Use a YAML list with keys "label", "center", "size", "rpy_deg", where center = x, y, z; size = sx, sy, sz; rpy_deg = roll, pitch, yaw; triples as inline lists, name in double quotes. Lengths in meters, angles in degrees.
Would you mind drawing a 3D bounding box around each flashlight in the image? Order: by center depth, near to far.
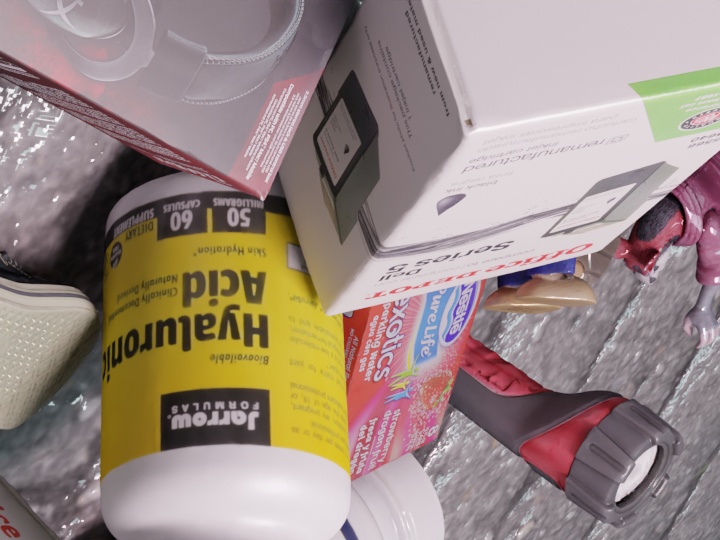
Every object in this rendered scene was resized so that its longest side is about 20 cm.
- label: "flashlight"
  center: [0.084, 0.061, 0.965]
  size: [0.068, 0.200, 0.068]
  rpy_deg: [-19, 136, -41]

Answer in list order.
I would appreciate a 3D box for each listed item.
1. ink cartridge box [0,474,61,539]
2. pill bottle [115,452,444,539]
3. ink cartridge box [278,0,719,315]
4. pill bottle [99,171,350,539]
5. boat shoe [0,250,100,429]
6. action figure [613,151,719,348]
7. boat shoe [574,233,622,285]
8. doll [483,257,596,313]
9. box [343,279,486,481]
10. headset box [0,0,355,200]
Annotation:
- label: "ink cartridge box"
  center: [-0.213, 0.149, 0.717]
  size: [0.200, 0.146, 0.083]
  rpy_deg: [5, 120, -53]
- label: "pill bottle"
  center: [-0.052, 0.172, 0.977]
  size: [0.199, 0.120, 0.120]
  rpy_deg: [-26, 140, -36]
- label: "ink cartridge box"
  center: [0.063, -0.063, 0.694]
  size: [0.145, 0.084, 0.200]
  rpy_deg: [-13, 165, -20]
- label: "pill bottle"
  center: [-0.060, 0.065, 0.768]
  size: [0.111, 0.201, 0.111]
  rpy_deg: [-3, 155, -1]
- label: "boat shoe"
  center: [-0.166, 0.021, 0.733]
  size: [0.075, 0.062, 0.200]
  rpy_deg: [-50, 164, 0]
- label: "action figure"
  center: [0.213, -0.055, 1.057]
  size: [0.149, 0.134, 0.200]
  rpy_deg: [-52, 177, 42]
- label: "boat shoe"
  center: [0.131, -0.085, 1.008]
  size: [0.076, 0.072, 0.201]
  rpy_deg: [51, 59, -45]
- label: "doll"
  center: [0.090, -0.080, 0.903]
  size: [0.048, 0.136, 0.201]
  rpy_deg: [5, 82, -20]
- label: "box"
  center: [0.000, 0.000, 0.892]
  size: [0.095, 0.100, 0.201]
  rpy_deg: [-19, 135, -41]
- label: "headset box"
  center: [-0.077, -0.127, 0.611]
  size: [0.200, 0.077, 0.149]
  rpy_deg: [29, 84, -42]
